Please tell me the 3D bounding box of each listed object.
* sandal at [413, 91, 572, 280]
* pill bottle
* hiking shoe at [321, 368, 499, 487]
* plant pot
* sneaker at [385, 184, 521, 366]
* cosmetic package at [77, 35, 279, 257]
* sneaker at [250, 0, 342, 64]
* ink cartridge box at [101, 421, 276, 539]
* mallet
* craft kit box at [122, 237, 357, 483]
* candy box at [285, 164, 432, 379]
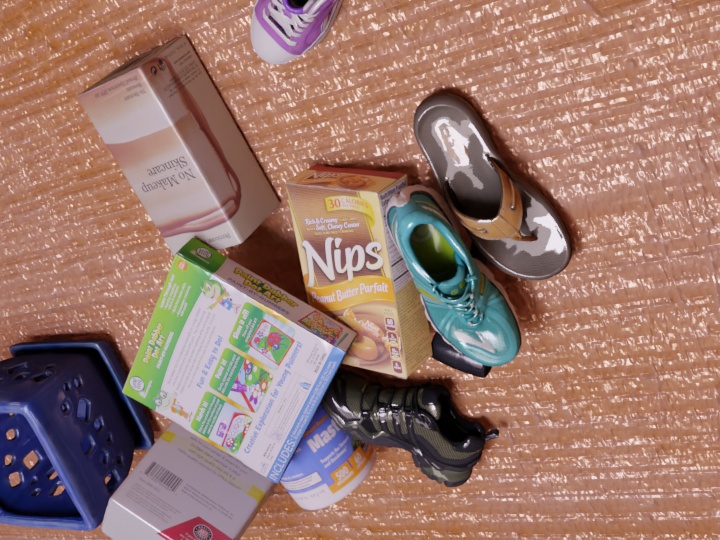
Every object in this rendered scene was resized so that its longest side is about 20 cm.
[{"bbox_3d":[0.115,-0.070,1.023,0.081,0.055,0.200,-29,102,20],"label":"sandal"},{"bbox_3d":[-0.078,0.161,1.279,0.112,0.112,0.200,-21,111,39],"label":"pill bottle"},{"bbox_3d":[0.051,0.147,1.231,0.199,0.076,0.101,29,125,-3],"label":"hiking shoe"},{"bbox_3d":[-0.392,0.196,1.447,0.199,0.180,0.201,-4,119,33],"label":"plant pot"},{"bbox_3d":[0.084,0.016,1.047,0.077,0.080,0.200,-33,110,7],"label":"sneaker"},{"bbox_3d":[-0.183,-0.121,1.153,0.103,0.087,0.201,-16,113,36],"label":"cosmetic package"},{"bbox_3d":[-0.056,-0.236,0.977,0.073,0.114,0.200,41,135,-5],"label":"sneaker"},{"bbox_3d":[-0.190,0.261,1.361,0.145,0.200,0.084,32,136,7],"label":"ink cartridge box"},{"bbox_3d":[0.103,0.014,1.121,0.066,0.041,0.201,13,123,25],"label":"mallet"},{"bbox_3d":[-0.129,0.097,1.173,0.197,0.049,0.201,29,122,1],"label":"craft kit box"},{"bbox_3d":[0.000,0.000,1.131,0.115,0.055,0.201,9,121,36],"label":"candy box"}]
